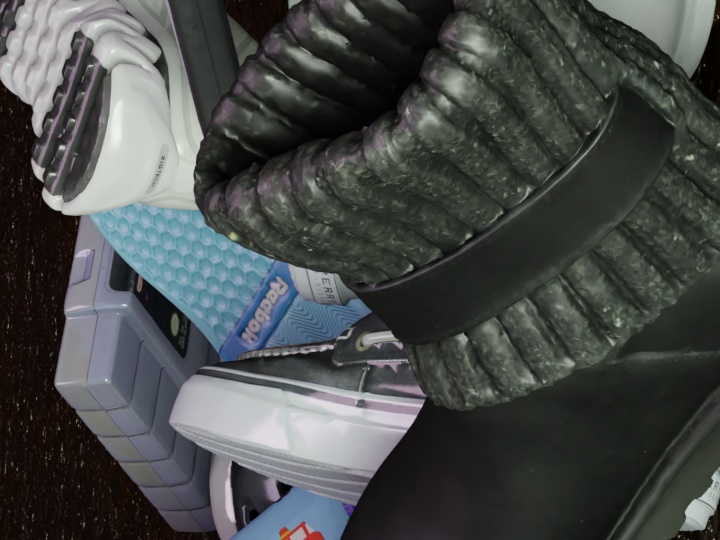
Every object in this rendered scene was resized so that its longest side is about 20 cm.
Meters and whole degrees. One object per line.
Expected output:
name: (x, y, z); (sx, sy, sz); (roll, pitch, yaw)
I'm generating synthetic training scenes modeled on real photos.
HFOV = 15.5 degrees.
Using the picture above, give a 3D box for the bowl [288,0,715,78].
bowl: (0.046, -0.095, 0.780); (0.201, 0.090, 0.202); (175, 90, -74)

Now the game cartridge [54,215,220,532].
game cartridge: (-0.076, -0.008, 1.110); (0.130, 0.038, 0.201); (64, -153, -53)

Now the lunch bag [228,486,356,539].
lunch bag: (0.000, 0.180, 0.842); (0.150, 0.094, 0.200); (-40, 43, 9)

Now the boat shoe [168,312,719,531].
boat shoe: (0.029, 0.036, 0.806); (0.200, 0.072, 0.071); (3, 72, 38)

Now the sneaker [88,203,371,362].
sneaker: (0.000, 0.000, 0.981); (0.200, 0.130, 0.080); (50, 125, 11)

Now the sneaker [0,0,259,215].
sneaker: (-0.078, -0.079, 0.918); (0.075, 0.081, 0.200); (-65, 28, 29)

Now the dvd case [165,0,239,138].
dvd case: (-0.070, -0.147, 0.834); (0.200, 0.017, 0.143); (-108, 4, -55)

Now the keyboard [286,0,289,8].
keyboard: (-0.018, -0.142, 1.052); (0.200, 0.039, 0.104); (-99, -2, -78)

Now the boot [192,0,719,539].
boot: (0.017, 0.017, 0.661); (0.211, 0.158, 0.080); (-52, 38, 24)

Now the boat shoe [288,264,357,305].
boat shoe: (0.017, -0.065, 0.932); (0.074, 0.067, 0.200); (78, -167, -50)

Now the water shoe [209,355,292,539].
water shoe: (-0.020, 0.023, 1.064); (0.079, 0.071, 0.201); (-9, 85, 55)
